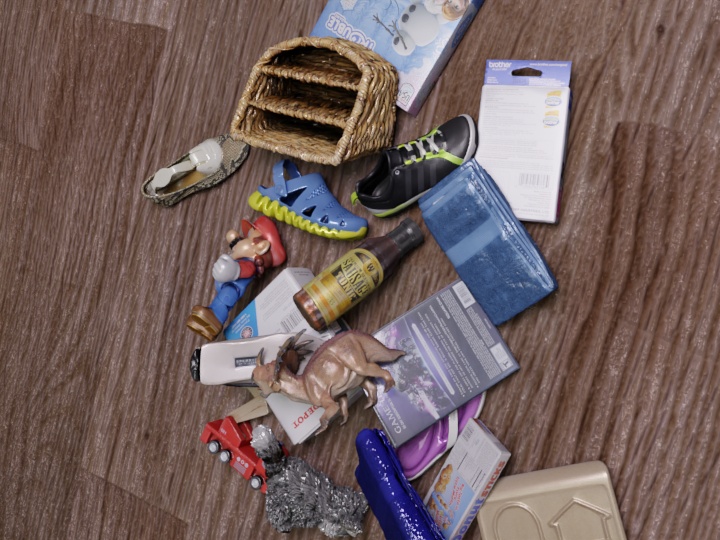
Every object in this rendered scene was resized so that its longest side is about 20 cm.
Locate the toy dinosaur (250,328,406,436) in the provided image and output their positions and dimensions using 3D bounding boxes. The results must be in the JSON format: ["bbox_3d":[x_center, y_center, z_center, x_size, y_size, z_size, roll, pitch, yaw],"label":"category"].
[{"bbox_3d":[-0.036,0.120,0.920,0.197,0.086,0.137,-29,76,-13],"label":"toy dinosaur"}]

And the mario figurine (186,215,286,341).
[{"bbox_3d":[-0.193,-0.004,1.065,0.121,0.107,0.202,5,52,40],"label":"mario figurine"}]

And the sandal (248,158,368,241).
[{"bbox_3d":[-0.074,-0.103,1.059,0.196,0.079,0.089,23,95,20],"label":"sandal"}]

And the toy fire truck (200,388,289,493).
[{"bbox_3d":[-0.177,0.227,1.116,0.198,0.049,0.144,32,102,20],"label":"toy fire truck"}]

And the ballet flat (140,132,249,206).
[{"bbox_3d":[-0.266,-0.158,1.142,0.196,0.075,0.069,-25,79,21],"label":"ballet flat"}]

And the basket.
[{"bbox_3d":[-0.063,-0.239,0.985,0.196,0.148,0.147,20,117,30],"label":"basket"}]

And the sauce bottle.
[{"bbox_3d":[0.000,0.000,0.991,0.199,0.066,0.066,-39,74,-12],"label":"sauce bottle"}]

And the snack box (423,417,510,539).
[{"bbox_3d":[0.126,0.302,0.971,0.072,0.024,0.204,44,114,48],"label":"snack box"}]

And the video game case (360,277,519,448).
[{"bbox_3d":[0.094,0.120,0.970,0.197,0.019,0.145,-31,78,-4],"label":"video game case"}]

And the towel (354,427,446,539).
[{"bbox_3d":[0.054,0.319,0.955,0.048,0.149,0.202,-21,57,-16],"label":"towel"}]

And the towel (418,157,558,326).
[{"bbox_3d":[0.161,-0.033,0.941,0.111,0.048,0.202,-35,89,32],"label":"towel"}]

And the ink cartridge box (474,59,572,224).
[{"bbox_3d":[0.211,-0.168,0.951,0.116,0.042,0.207,7,95,25],"label":"ink cartridge box"}]

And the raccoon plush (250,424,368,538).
[{"bbox_3d":[-0.067,0.304,1.007,0.130,0.202,0.098,-2,48,21],"label":"raccoon plush"}]

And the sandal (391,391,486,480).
[{"bbox_3d":[0.106,0.207,0.990,0.082,0.050,0.206,34,102,18],"label":"sandal"}]

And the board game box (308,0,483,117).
[{"bbox_3d":[0.050,-0.359,1.021,0.199,0.043,0.202,37,105,20],"label":"board game box"}]

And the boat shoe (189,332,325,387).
[{"bbox_3d":[-0.130,0.122,0.999,0.194,0.093,0.077,2,86,-5],"label":"boat shoe"}]

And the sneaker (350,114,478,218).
[{"bbox_3d":[0.070,-0.139,0.975,0.199,0.082,0.073,-39,54,23],"label":"sneaker"}]

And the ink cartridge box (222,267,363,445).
[{"bbox_3d":[-0.085,0.121,1.056,0.146,0.085,0.202,-41,76,18],"label":"ink cartridge box"}]

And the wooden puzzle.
[{"bbox_3d":[0.252,0.360,0.931,0.181,0.046,0.206,-17,78,23],"label":"wooden puzzle"}]
